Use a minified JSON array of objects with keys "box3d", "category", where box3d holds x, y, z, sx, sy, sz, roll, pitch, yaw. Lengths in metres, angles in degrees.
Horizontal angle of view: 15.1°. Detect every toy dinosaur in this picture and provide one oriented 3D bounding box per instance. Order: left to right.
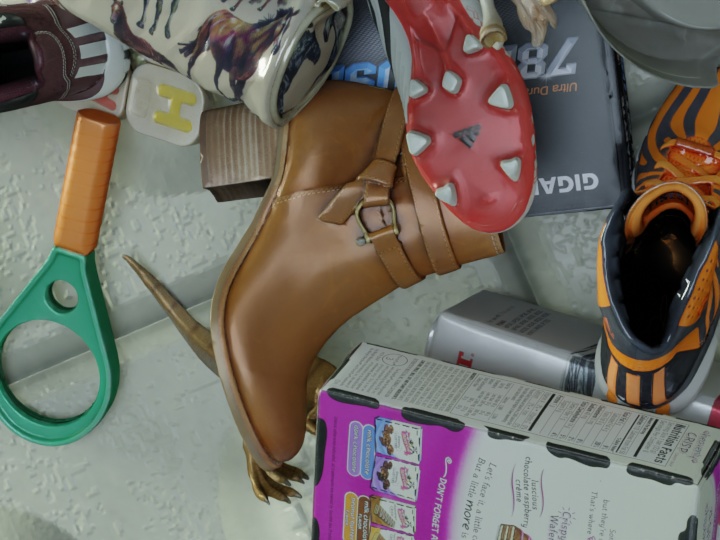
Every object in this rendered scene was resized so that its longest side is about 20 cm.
[{"box3d":[-0.047,0.066,1.503,0.199,0.060,0.107,18,105,33],"category":"toy dinosaur"}]

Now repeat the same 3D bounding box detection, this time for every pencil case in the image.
[{"box3d":[-0.094,-0.151,1.403,0.200,0.078,0.090,31,132,22],"category":"pencil case"}]

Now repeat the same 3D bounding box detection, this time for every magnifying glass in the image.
[{"box3d":[-0.164,0.006,1.517,0.079,0.022,0.201,18,111,10],"category":"magnifying glass"}]

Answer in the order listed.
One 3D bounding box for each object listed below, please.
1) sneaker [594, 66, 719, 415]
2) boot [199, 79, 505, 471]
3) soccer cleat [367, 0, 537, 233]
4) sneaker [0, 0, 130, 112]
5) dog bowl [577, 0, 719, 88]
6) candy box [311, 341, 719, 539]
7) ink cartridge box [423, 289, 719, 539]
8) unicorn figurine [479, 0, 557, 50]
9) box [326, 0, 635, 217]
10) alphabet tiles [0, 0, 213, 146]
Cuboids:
[{"box3d":[0.166,-0.033,1.362,0.077,0.112,0.201,9,64,10],"category":"sneaker"},{"box3d":[0.000,0.000,1.414,0.154,0.074,0.201,-5,91,8],"category":"boot"},{"box3d":[0.043,-0.115,1.377,0.068,0.085,0.201,-26,84,18],"category":"soccer cleat"},{"box3d":[-0.232,-0.111,1.464,0.199,0.115,0.076,-9,96,28],"category":"sneaker"},{"box3d":[0.177,-0.194,1.354,0.199,0.059,0.201,-12,118,-24],"category":"dog bowl"},{"box3d":[0.077,0.127,1.371,0.199,0.061,0.137,14,120,18],"category":"candy box"},{"box3d":[0.126,0.110,1.442,0.199,0.084,0.145,18,106,16],"category":"ink cartridge box"},{"box3d":[0.053,-0.197,1.291,0.073,0.200,0.138,-9,61,-5],"category":"unicorn figurine"},{"box3d":[0.039,-0.123,1.453,0.199,0.050,0.200,-5,98,14],"category":"box"},{"box3d":[-0.110,-0.172,1.462,0.195,0.015,0.201,20,109,24],"category":"alphabet tiles"}]
